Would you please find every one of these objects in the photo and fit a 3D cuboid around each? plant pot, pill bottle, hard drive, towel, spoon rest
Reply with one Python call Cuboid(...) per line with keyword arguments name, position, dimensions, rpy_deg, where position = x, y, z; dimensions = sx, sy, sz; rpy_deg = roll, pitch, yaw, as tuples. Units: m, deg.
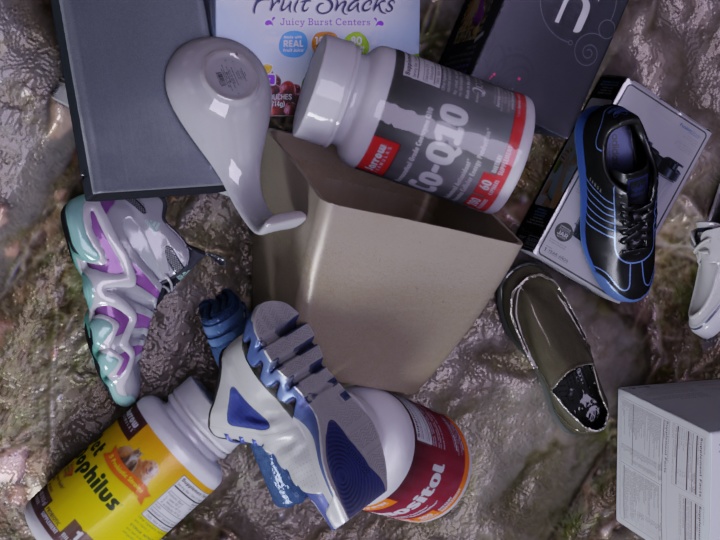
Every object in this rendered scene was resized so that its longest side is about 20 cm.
Cuboid(name="plant pot", position=(0.000, 0.000, 1.517), dimensions=(0.199, 0.200, 0.178), rpy_deg=(12, 109, -24))
Cuboid(name="pill bottle", position=(-0.205, 0.193, 1.513), dimensions=(0.200, 0.109, 0.109), rpy_deg=(-42, 108, -2))
Cuboid(name="pill bottle", position=(0.017, 0.171, 1.540), dimensions=(0.200, 0.113, 0.113), rpy_deg=(27, 90, -58))
Cuboid(name="pill bottle", position=(0.046, -0.134, 1.473), dimensions=(0.199, 0.114, 0.114), rpy_deg=(18, 93, -10))
Cuboid(name="hard drive", position=(-0.193, -0.165, 1.447), dimensions=(0.139, 0.033, 0.201), rpy_deg=(-6, 80, -32))
Cuboid(name="towel", position=(-0.095, 0.119, 1.543), dimensions=(0.048, 0.112, 0.201), rpy_deg=(-21, 103, -2))
Cuboid(name="spoon rest", position=(-0.108, -0.117, 1.438), dimensions=(0.099, 0.061, 0.201), rpy_deg=(-11, 70, -28))

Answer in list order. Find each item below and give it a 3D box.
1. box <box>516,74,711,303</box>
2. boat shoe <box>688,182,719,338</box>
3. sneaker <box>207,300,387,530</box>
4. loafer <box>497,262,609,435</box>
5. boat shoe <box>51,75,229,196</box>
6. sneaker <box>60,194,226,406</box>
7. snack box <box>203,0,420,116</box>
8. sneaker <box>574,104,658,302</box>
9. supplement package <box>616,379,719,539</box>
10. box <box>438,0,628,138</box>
Cuboid(name="box", position=(0.254, -0.083, 1.652), dimensions=(0.116, 0.060, 0.201), rpy_deg=(28, 90, -20))
Cuboid(name="boat shoe", position=(0.376, -0.031, 1.696), dimensions=(0.065, 0.072, 0.201), rpy_deg=(24, 90, -15))
Cuboid(name="sneaker", position=(-0.065, 0.135, 1.432), dimensions=(0.080, 0.115, 0.200), rpy_deg=(-23, 82, -48))
Cuboid(name="loafer", position=(0.205, 0.082, 1.657), dimensions=(0.075, 0.070, 0.201), rpy_deg=(-33, 107, -11))
Cuboid(name="boat shoe", position=(-0.182, -0.134, 1.499), dimensions=(0.200, 0.071, 0.064), rpy_deg=(31, 89, -18))
Cuboid(name="sneaker", position=(-0.190, 0.019, 1.516), dimensions=(0.139, 0.078, 0.201), rpy_deg=(-13, 103, -15))
Cuboid(name="snack box", position=(-0.046, -0.230, 1.528), dimensions=(0.199, 0.068, 0.170), rpy_deg=(-2, 100, -19))
Cuboid(name="sneaker", position=(0.254, -0.061, 1.582), dimensions=(0.070, 0.078, 0.201), rpy_deg=(-17, 103, -14))
Cuboid(name="supplement package", position=(0.370, 0.206, 1.661), dimensions=(0.151, 0.200, 0.151), rpy_deg=(-3, 99, -17))
Cuboid(name="box", position=(0.171, -0.243, 1.576), dimensions=(0.122, 0.106, 0.201), rpy_deg=(22, 92, -19))
